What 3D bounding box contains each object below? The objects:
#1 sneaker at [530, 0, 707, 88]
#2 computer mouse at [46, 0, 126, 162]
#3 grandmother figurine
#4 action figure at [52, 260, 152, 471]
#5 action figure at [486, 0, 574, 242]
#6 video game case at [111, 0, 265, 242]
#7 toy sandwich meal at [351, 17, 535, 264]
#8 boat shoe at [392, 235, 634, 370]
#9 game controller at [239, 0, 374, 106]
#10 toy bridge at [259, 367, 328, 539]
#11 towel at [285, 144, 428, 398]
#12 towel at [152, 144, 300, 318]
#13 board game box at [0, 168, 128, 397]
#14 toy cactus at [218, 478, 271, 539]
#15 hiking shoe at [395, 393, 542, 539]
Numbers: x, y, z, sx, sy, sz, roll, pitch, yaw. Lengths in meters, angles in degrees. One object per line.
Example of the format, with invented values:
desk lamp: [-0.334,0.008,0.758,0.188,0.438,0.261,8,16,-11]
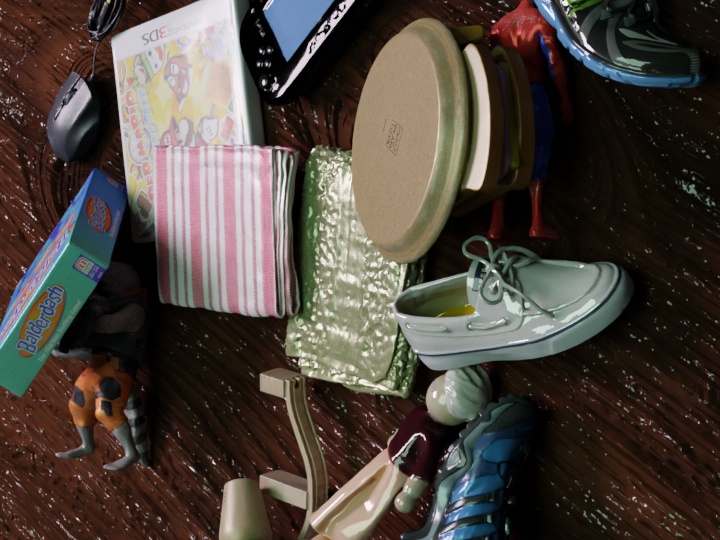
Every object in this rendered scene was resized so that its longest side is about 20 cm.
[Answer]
sneaker: [0.179,-0.200,1.335,0.200,0.070,0.083,53,130,34]
computer mouse: [-0.267,-0.190,1.778,0.059,0.034,0.201,50,131,40]
grandmother figurine: [0.034,0.151,1.468,0.201,0.060,0.122,-52,25,16]
action figure: [-0.244,0.085,1.762,0.200,0.103,0.196,180,97,-69]
action figure: [0.127,-0.123,1.403,0.065,0.051,0.203,-2,84,39]
video game case: [-0.158,-0.139,1.699,0.181,0.023,0.202,-13,82,44]
toy sandwich meal: [0.059,-0.100,1.405,0.205,0.070,0.208,-175,90,-67]
boat shoe: [0.104,0.014,1.385,0.201,0.086,0.075,-13,38,42]
game controller: [-0.037,-0.235,1.566,0.200,0.042,0.105,-49,59,33]
toy bridge: [-0.057,0.189,1.591,0.067,0.027,0.203,12,105,44]
towel: [0.000,0.000,1.538,0.147,0.036,0.203,11,99,45]
towel: [-0.120,-0.038,1.627,0.199,0.030,0.148,5,97,50]
board game box: [-0.277,0.007,1.702,0.153,0.045,0.200,-54,14,17]
toy cactus: [-0.103,0.261,1.560,0.201,0.101,0.167,105,160,-61]
hiking shoe: [0.093,0.192,1.409,0.086,0.074,0.201,32,92,30]
